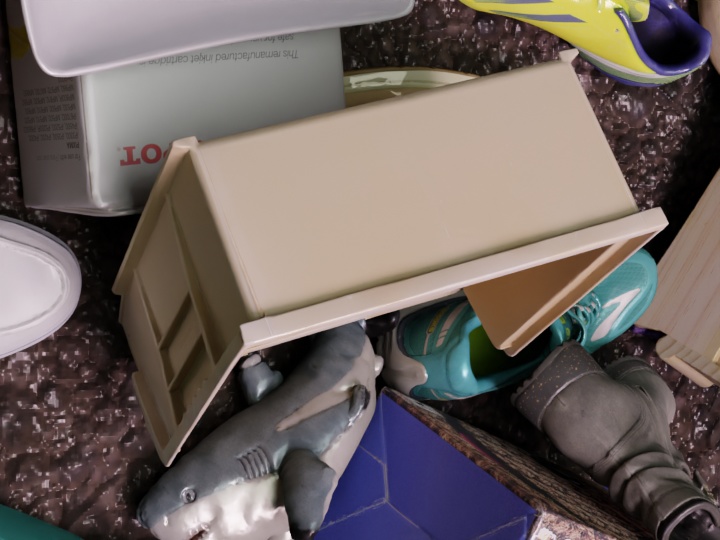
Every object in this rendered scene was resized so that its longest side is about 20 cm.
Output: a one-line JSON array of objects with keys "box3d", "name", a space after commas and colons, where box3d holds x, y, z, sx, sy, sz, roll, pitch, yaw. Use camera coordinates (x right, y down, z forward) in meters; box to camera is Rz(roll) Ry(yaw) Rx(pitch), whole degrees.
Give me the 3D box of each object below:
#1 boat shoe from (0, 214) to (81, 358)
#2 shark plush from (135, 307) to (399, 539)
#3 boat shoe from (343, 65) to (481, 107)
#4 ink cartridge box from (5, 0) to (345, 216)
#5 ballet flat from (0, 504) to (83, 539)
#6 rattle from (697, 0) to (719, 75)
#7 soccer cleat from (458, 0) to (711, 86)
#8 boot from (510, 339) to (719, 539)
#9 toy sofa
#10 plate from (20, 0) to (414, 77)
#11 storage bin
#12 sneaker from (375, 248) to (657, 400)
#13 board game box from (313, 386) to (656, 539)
[{"box3d": [-0.206, 0.012, 0.709, 0.199, 0.067, 0.074, -3, 95, -36], "name": "boat shoe"}, {"box3d": [-0.033, 0.063, 0.842, 0.083, 0.091, 0.201, 30, 79, -2], "name": "shark plush"}, {"box3d": [0.047, -0.070, 0.884, 0.199, 0.074, 0.067, 3, 86, -36], "name": "boat shoe"}, {"box3d": [-0.091, -0.132, 0.773, 0.144, 0.083, 0.202, -8, 96, -35], "name": "ink cartridge box"}, {"box3d": [-0.132, 0.163, 0.777, 0.199, 0.074, 0.075, 24, 79, -31], "name": "ballet flat"}, {"box3d": [0.314, -0.147, 1.037, 0.201, 0.142, 0.130, 57, 44, -17], "name": "rattle"}, {"box3d": [0.121, -0.163, 0.925, 0.199, 0.083, 0.065, 23, 80, -34], "name": "soccer cleat"}, {"box3d": [0.164, 0.113, 0.913, 0.068, 0.131, 0.200, -47, 156, 12], "name": "boot"}, {"box3d": [0.260, -0.017, 1.018, 0.201, 0.097, 0.083, -59, 146, 2], "name": "toy sofa"}, {"box3d": [-0.076, -0.197, 0.711, 0.199, 0.032, 0.201, -16, 101, -34], "name": "plate"}, {"box3d": [0.000, 0.000, 0.752, 0.199, 0.199, 0.094, -16, 74, -23], "name": "storage bin"}, {"box3d": [0.104, 0.033, 0.928, 0.199, 0.079, 0.078, -21, 105, -34], "name": "sneaker"}, {"box3d": [0.098, 0.165, 0.871, 0.199, 0.159, 0.097, 27, 94, -35], "name": "board game box"}]
